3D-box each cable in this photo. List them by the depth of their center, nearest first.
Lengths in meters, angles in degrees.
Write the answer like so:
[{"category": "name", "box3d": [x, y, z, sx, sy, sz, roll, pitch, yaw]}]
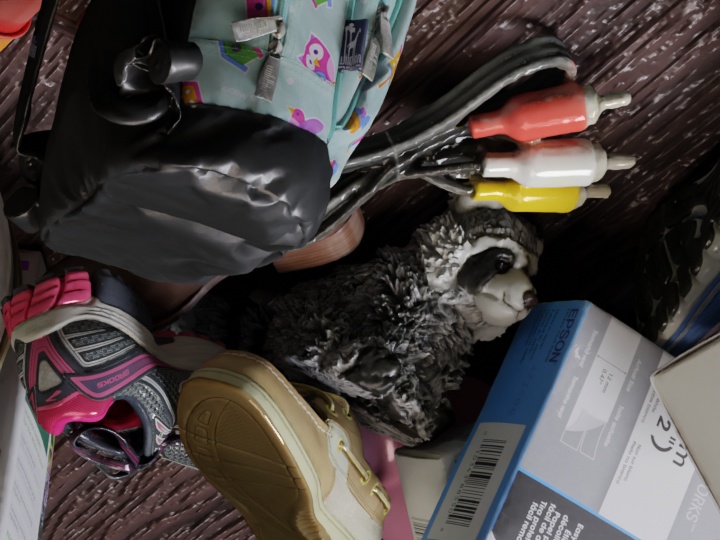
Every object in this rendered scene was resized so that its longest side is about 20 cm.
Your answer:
[{"category": "cable", "box3d": [0.035, -0.052, 0.866, 0.199, 0.050, 0.097, -15, 140, -15]}]

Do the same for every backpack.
[{"category": "backpack", "box3d": [-0.048, -0.102, 0.726, 0.126, 0.201, 0.167, 24, 159, -26]}]

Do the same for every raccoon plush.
[{"category": "raccoon plush", "box3d": [0.000, 0.000, 0.966, 0.199, 0.134, 0.097, 23, 164, 22]}]

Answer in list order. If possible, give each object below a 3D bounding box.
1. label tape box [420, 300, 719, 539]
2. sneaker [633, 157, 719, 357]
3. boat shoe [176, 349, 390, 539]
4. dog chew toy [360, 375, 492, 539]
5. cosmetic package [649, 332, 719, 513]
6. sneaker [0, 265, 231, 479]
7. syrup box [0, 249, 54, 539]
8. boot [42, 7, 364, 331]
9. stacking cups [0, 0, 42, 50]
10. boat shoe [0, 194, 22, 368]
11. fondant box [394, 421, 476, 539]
[{"category": "label tape box", "box3d": [0.147, 0.125, 0.943, 0.200, 0.144, 0.066, 31, 163, -19]}, {"category": "sneaker", "box3d": [0.206, -0.014, 0.926, 0.089, 0.079, 0.200, 18, 137, -17]}, {"category": "boat shoe", "box3d": [-0.034, 0.092, 0.931, 0.074, 0.067, 0.200, 15, 150, 25]}, {"category": "dog chew toy", "box3d": [0.053, 0.117, 1.058, 0.124, 0.125, 0.200, -28, 125, 29]}, {"category": "cosmetic package", "box3d": [0.235, 0.063, 0.923, 0.071, 0.105, 0.200, -34, 167, 34]}, {"category": "sneaker", "box3d": [-0.112, 0.071, 0.922, 0.080, 0.075, 0.200, -24, 151, 17]}, {"category": "syrup box", "box3d": [-0.205, 0.090, 0.951, 0.081, 0.201, 0.079, -1, 141, 3]}, {"category": "boot", "box3d": [-0.104, -0.060, 0.876, 0.186, 0.064, 0.200, -20, 142, 3]}, {"category": "stacking cups", "box3d": [-0.204, -0.094, 0.848, 0.200, 0.061, 0.060, -35, 130, 29]}, {"category": "boat shoe", "box3d": [-0.205, 0.028, 0.871, 0.074, 0.201, 0.068, 0, 159, 0]}, {"category": "fondant box", "box3d": [0.130, 0.140, 1.002, 0.199, 0.145, 0.058, -15, -175, -25]}]
